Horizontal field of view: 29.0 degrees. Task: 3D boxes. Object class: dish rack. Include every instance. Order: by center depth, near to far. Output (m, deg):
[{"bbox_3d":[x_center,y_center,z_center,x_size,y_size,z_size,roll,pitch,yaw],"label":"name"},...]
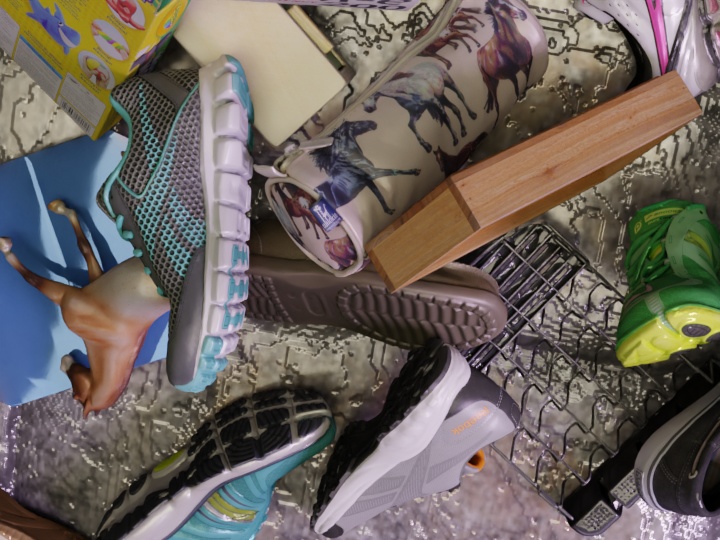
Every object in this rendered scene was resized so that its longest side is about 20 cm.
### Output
[{"bbox_3d":[0.136,0.070,0.933,0.200,0.055,0.153,43,101,-4],"label":"dish rack"}]

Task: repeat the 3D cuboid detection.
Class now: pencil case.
[{"bbox_3d":[0.030,-0.093,0.853,0.200,0.078,0.090,-47,129,-16],"label":"pencil case"}]

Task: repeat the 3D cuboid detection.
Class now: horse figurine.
[{"bbox_3d":[-0.143,-0.008,0.892,0.200,0.050,0.133,-35,82,16],"label":"horse figurine"}]

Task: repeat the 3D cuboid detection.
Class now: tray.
[{"bbox_3d":[0.104,-0.055,0.824,0.037,0.200,0.099,58,144,5],"label":"tray"}]

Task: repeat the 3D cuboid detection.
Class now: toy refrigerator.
[{"bbox_3d":[-0.091,-0.178,0.881,0.070,0.076,0.200,-40,96,11],"label":"toy refrigerator"}]

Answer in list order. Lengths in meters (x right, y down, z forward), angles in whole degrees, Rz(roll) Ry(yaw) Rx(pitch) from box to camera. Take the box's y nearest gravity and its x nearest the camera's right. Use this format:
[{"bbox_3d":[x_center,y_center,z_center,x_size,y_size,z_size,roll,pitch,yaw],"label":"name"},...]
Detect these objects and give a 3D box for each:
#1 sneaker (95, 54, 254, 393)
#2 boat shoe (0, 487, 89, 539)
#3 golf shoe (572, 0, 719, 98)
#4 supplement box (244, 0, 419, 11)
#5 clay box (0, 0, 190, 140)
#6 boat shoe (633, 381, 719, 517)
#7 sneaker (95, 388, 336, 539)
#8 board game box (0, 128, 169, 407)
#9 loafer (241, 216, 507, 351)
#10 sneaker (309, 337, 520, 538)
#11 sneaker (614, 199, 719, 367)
[{"bbox_3d":[-0.112,-0.028,0.826,0.091,0.078,0.201,0,79,5],"label":"sneaker"},{"bbox_3d":[-0.265,0.196,0.979,0.200,0.074,0.069,32,98,-3],"label":"boat shoe"},{"bbox_3d":[0.168,-0.196,0.859,0.092,0.073,0.200,-23,100,10],"label":"golf shoe"},{"bbox_3d":[-0.022,-0.261,0.819,0.126,0.074,0.201,2,86,-13],"label":"supplement box"},{"bbox_3d":[-0.165,-0.169,0.833,0.115,0.200,0.048,45,60,-2],"label":"clay box"},{"bbox_3d":[0.261,0.086,0.879,0.200,0.066,0.070,-33,113,-20],"label":"boat shoe"},{"bbox_3d":[-0.093,0.153,0.969,0.200,0.078,0.080,-36,116,16],"label":"sneaker"},{"bbox_3d":[-0.198,-0.004,0.949,0.199,0.039,0.158,-18,94,6],"label":"board game box"},{"bbox_3d":[0.000,0.000,0.897,0.199,0.068,0.076,10,147,16],"label":"loafer"},{"bbox_3d":[0.029,0.128,0.913,0.079,0.074,0.200,30,134,-12],"label":"sneaker"},{"bbox_3d":[0.183,0.004,0.842,0.074,0.200,0.084,-22,94,19],"label":"sneaker"}]
